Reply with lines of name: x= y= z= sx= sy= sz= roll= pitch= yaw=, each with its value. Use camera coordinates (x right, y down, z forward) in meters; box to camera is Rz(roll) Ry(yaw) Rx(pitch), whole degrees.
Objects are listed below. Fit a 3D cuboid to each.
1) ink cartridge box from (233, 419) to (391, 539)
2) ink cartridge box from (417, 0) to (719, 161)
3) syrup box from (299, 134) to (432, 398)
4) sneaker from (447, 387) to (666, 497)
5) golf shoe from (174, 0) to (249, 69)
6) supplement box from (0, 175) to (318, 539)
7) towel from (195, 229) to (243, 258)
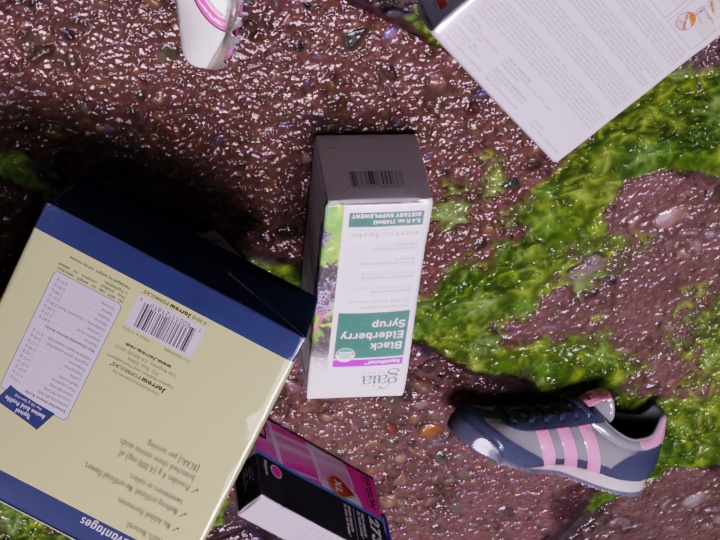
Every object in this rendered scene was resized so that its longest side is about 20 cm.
ink cartridge box: x=-0.028 y=0.198 z=1.583 sx=0.037 sy=0.095 sz=0.199 roll=-38 pitch=129 yaw=22
ink cartridge box: x=0.161 y=-0.190 z=1.304 sx=0.200 sy=0.050 sz=0.162 roll=-39 pitch=128 yaw=12
syrup box: x=0.000 y=0.000 z=1.414 sx=0.078 sy=0.082 sz=0.201 roll=-1 pitch=132 yaw=-9
sneaker: x=0.168 y=0.128 z=1.591 sx=0.198 sy=0.070 sz=0.083 roll=14 pitch=112 yaw=-27
golf shoe: x=-0.111 y=-0.221 z=1.194 sx=0.091 sy=0.073 sz=0.202 roll=-1 pitch=124 yaw=-5
supplement box: x=-0.162 y=0.075 z=1.322 sx=0.199 sy=0.134 sz=0.201 roll=27 pitch=101 yaw=-2
towel: x=-0.157 y=0.054 z=1.463 sx=0.199 sy=0.035 sz=0.133 roll=-31 pitch=131 yaw=17
